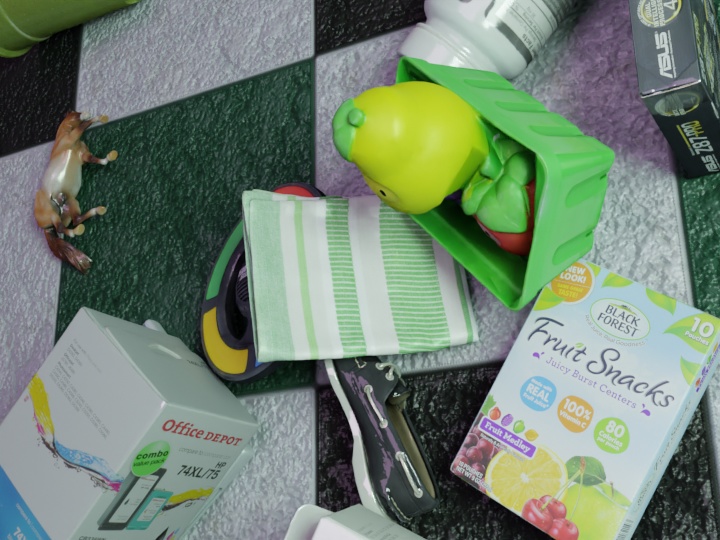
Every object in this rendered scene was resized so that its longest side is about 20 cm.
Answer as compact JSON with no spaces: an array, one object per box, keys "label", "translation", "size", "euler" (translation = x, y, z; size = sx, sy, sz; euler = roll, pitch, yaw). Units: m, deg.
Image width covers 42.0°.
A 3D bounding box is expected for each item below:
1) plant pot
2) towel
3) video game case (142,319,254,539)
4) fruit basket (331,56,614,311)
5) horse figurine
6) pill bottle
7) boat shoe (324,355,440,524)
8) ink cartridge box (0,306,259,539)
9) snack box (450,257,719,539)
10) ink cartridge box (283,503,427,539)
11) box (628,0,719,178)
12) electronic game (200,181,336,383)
[{"label":"plant pot","translation":[-0.366,-0.373,1.142],"size":[0.188,0.200,0.203],"euler":[-4,71,14]},{"label":"towel","translation":[0.000,0.000,0.810],"size":[0.023,0.198,0.154],"euler":[129,136,-59]},{"label":"video game case","translation":[-0.220,0.181,0.956],"size":[0.182,0.023,0.200],"euler":[-49,57,7]},{"label":"fruit basket","translation":[0.066,-0.077,0.727],"size":[0.215,0.215,0.157],"euler":[33,134,33]},{"label":"horse figurine","translation":[-0.337,-0.100,1.094],"size":[0.132,0.050,0.203],"euler":[2,81,43]},{"label":"pill bottle","translation":[0.128,-0.246,0.842],"size":[0.201,0.113,0.113],"euler":[-51,57,5]},{"label":"boat shoe","translation":[0.017,0.116,0.812],"size":[0.060,0.074,0.202],"euler":[-23,66,20]},{"label":"ink cartridge box","translation":[-0.228,0.166,0.865],"size":[0.146,0.146,0.201],"euler":[39,96,33]},{"label":"snack box","translation":[0.177,0.105,0.735],"size":[0.141,0.053,0.202],"euler":[27,88,33]},{"label":"ink cartridge box","translation":[0.024,0.267,0.695],"size":[0.198,0.125,0.130],"euler":[25,87,15]},{"label":"box","translation":[0.247,-0.194,0.729],"size":[0.049,0.161,0.203],"euler":[-10,70,26]},{"label":"electronic game","translation":[-0.091,0.009,0.894],"size":[0.199,0.041,0.202],"euler":[-30,47,39]}]
